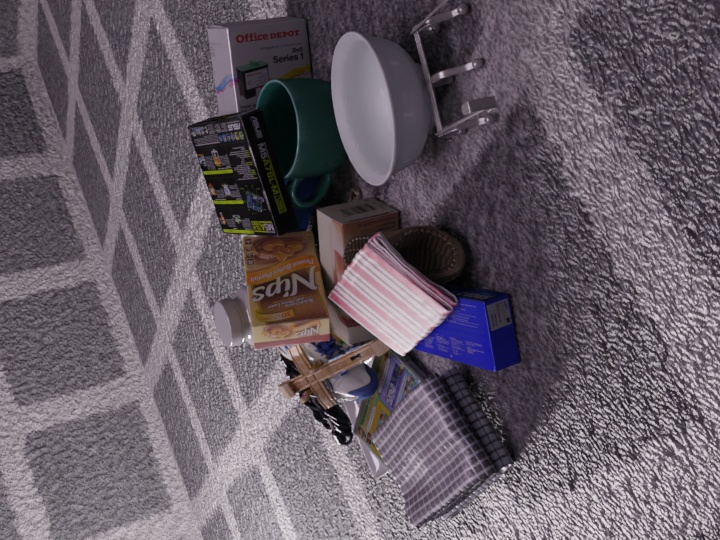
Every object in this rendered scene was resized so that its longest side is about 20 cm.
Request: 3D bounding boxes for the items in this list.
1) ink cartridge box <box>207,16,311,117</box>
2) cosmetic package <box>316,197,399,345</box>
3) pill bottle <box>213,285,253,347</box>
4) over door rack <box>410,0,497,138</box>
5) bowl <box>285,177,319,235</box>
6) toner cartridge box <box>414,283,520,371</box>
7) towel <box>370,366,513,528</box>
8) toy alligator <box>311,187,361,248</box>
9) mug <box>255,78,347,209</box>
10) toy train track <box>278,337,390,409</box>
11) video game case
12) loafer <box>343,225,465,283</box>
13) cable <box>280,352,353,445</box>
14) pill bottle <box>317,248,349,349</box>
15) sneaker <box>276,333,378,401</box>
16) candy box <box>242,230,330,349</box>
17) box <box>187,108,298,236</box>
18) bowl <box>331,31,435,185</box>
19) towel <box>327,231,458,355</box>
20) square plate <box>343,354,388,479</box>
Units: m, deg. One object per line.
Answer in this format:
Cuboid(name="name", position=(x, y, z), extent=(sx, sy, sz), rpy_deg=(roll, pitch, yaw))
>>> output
Cuboid(name="ink cartridge box", position=(-0.159, -0.310, 1.480), extent=(0.084, 0.145, 0.200), rpy_deg=(24, 124, 56))
Cuboid(name="cosmetic package", position=(0.000, 0.000, 1.380), extent=(0.087, 0.103, 0.200), rpy_deg=(35, 135, 54))
Cuboid(name="pill bottle", position=(-0.156, 0.071, 1.613), extent=(0.112, 0.200, 0.112), rpy_deg=(39, 137, 49))
Cuboid(name="over door rack", position=(0.116, -0.240, 1.040), extent=(0.200, 0.066, 0.148), rpy_deg=(175, 80, -85))
Cuboid(name="bowl", position=(-0.117, -0.106, 1.531), extent=(0.201, 0.039, 0.201), rpy_deg=(-165, 90, -75))
Cuboid(name="toner cartridge box", position=(0.133, 0.072, 1.218), extent=(0.200, 0.043, 0.095), rpy_deg=(9, 112, 62))
Cuboid(name="towel", position=(0.106, 0.258, 1.279), extent=(0.166, 0.085, 0.200), rpy_deg=(57, 137, 21))
Cuboid(name="toy alligator", position=(-0.052, -0.074, 1.496), extent=(0.059, 0.054, 0.200), rpy_deg=(64, 152, 21))
Cuboid(name="mug", position=(-0.084, -0.209, 1.406), extent=(0.152, 0.114, 0.185), rpy_deg=(50, 138, 41))
Cuboid(name="toy train track", position=(-0.044, 0.153, 1.370), extent=(0.200, 0.033, 0.115), rpy_deg=(-28, 101, 23))
Cuboid(name="video game case", position=(0.067, 0.237, 1.411), extent=(0.182, 0.022, 0.200), rpy_deg=(43, 131, 38))
Cuboid(name="loafer", position=(0.068, -0.019, 1.254), extent=(0.200, 0.068, 0.076), rpy_deg=(6, 78, 40))
Cuboid(name="cable", position=(-0.088, 0.205, 1.515), extent=(0.200, 0.051, 0.163), rpy_deg=(48, 175, 37))
Cuboid(name="pill bottle", position=(-0.062, 0.071, 1.521), extent=(0.111, 0.111, 0.200), rpy_deg=(47, 148, 44))
Cuboid(name="sneaker", position=(-0.060, 0.132, 1.414), extent=(0.200, 0.075, 0.088), rpy_deg=(30, 152, 15))
Cuboid(name="candy box", position=(-0.116, 0.026, 1.378), extent=(0.200, 0.115, 0.055), rpy_deg=(-104, 10, -46))
Cuboid(name="box", position=(-0.190, -0.152, 1.431), extent=(0.200, 0.047, 0.193), rpy_deg=(5, 118, 56))
Cuboid(name="bowl", position=(0.039, -0.220, 1.186), extent=(0.201, 0.090, 0.201), rpy_deg=(165, 90, -70))
Cuboid(name="towel", position=(0.041, 0.038, 1.243), extent=(0.146, 0.030, 0.200), rpy_deg=(40, 150, 2))
Cuboid(name="square plate", position=(0.030, 0.243, 1.531), extent=(0.198, 0.028, 0.200), rpy_deg=(67, 153, 14))
